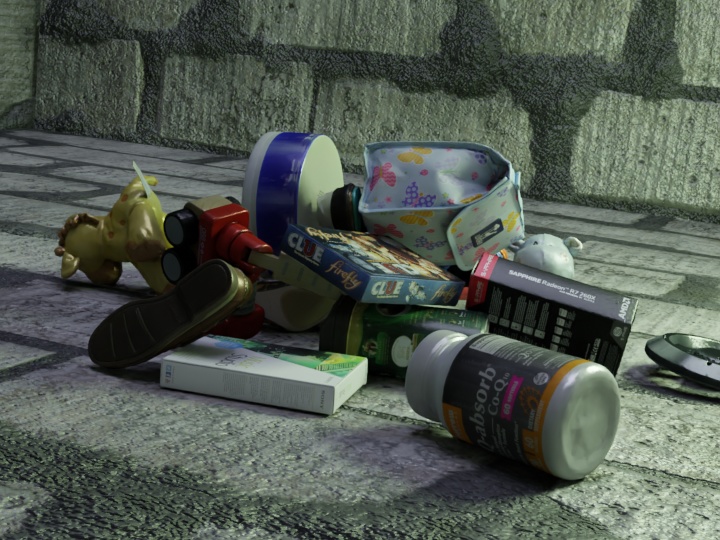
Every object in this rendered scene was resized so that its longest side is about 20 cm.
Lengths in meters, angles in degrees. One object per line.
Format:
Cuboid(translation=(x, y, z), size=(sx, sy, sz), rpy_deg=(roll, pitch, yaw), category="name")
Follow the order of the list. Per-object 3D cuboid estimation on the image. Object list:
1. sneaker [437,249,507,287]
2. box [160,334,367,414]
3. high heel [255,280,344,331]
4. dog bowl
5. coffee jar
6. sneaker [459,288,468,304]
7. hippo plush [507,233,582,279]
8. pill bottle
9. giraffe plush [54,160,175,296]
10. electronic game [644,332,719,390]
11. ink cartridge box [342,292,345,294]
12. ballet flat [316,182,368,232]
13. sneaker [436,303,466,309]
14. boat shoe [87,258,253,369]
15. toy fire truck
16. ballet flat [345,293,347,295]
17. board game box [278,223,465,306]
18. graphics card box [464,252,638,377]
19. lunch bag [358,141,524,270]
Cuboid(translation=(0.100, -0.016, 1.768), size=(0.199, 0.076, 0.079), rpy_deg=(5, 36, 6), category="sneaker")
Cuboid(translation=(-0.104, 0.113, 1.447), size=(0.199, 0.037, 0.144), rpy_deg=(9, 11, 13), category="box")
Cuboid(translation=(-0.131, 0.033, 1.766), size=(0.199, 0.072, 0.143), rpy_deg=(-9, 21, -23), category="high heel")
Cuboid(translation=(-0.088, -0.086, 1.748), size=(0.078, 0.201, 0.200), rpy_deg=(3, 9, 18), category="dog bowl")
Cuboid(translation=(0.052, 0.085, 1.549), size=(0.199, 0.086, 0.104), rpy_deg=(8, 18, 8), category="coffee jar")
Cuboid(translation=(0.117, -0.001, 1.981), size=(0.199, 0.116, 0.078), rpy_deg=(6, 9, -5), category="sneaker")
Cuboid(translation=(0.264, 0.036, 1.726), size=(0.159, 0.162, 0.200), rpy_deg=(8, 10, 13), category="hippo plush")
Cuboid(translation=(0.147, 0.126, 1.286), size=(0.200, 0.117, 0.116), rpy_deg=(14, 13, 43), category="pill bottle")
Cuboid(translation=(-0.357, -0.038, 1.885), size=(0.162, 0.201, 0.173), rpy_deg=(-22, 11, 8), category="giraffe plush")
Cuboid(translation=(0.466, 0.126, 1.675), size=(0.199, 0.042, 0.200), rpy_deg=(13, 12, -3), category="electronic game")
Cuboid(translation=(0.033, 0.026, 1.876), size=(0.199, 0.084, 0.145), rpy_deg=(7, 11, 6), category="ink cartridge box")
Cuboid(translation=(-0.020, -0.075, 1.714), size=(0.068, 0.068, 0.200), rpy_deg=(-1, -4, 11), category="ballet flat")
Cuboid(translation=(0.066, 0.072, 1.670), size=(0.199, 0.078, 0.099), rpy_deg=(5, 14, 5), category="sneaker")
Cuboid(translation=(-0.209, 0.061, 1.453), size=(0.199, 0.072, 0.068), rpy_deg=(-26, -25, 15), category="boat shoe")
Cuboid(translation=(-0.133, 0.018, 1.573), size=(0.128, 0.177, 0.200), rpy_deg=(-18, 37, -42), category="toy fire truck")
Cuboid(translation=(0.000, 0.000, 1.676), size=(0.070, 0.065, 0.200), rpy_deg=(-18, 42, -13), category="ballet flat")
Cuboid(translation=(0.017, -0.005, 1.530), size=(0.135, 0.035, 0.200), rpy_deg=(33, 16, 32), category="board game box")
Cuboid(translation=(0.227, 0.062, 1.574), size=(0.199, 0.126, 0.051), rpy_deg=(18, 46, 13), category="graphics card box")
Cuboid(translation=(0.109, -0.081, 1.670), size=(0.199, 0.128, 0.170), rpy_deg=(-1, -24, 9), category="lunch bag")
